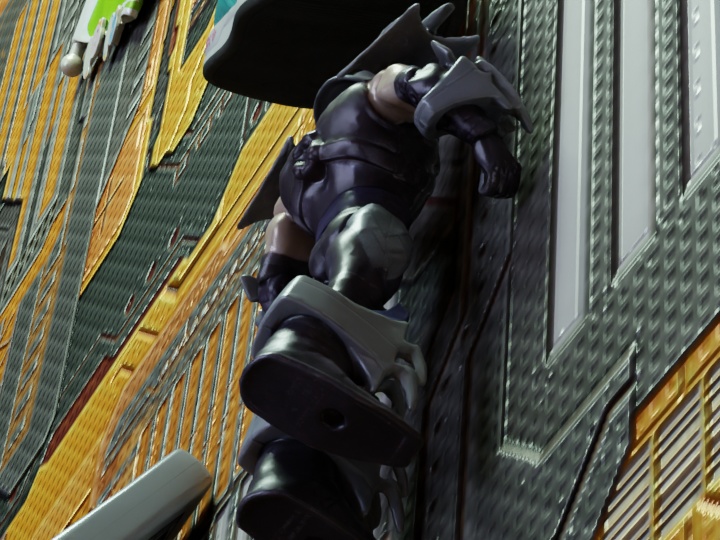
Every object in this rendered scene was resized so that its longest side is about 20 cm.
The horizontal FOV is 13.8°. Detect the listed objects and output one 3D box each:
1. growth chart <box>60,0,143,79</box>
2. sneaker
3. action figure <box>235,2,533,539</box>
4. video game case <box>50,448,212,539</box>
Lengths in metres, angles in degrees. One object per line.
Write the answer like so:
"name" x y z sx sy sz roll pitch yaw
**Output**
"growth chart" -0.117 -0.187 1.646 0.200 0.018 0.145 -33 38 65
"sneaker" -0.001 -0.135 1.085 0.200 0.083 0.121 160 122 -70
"action figure" 0.000 0.000 0.918 0.200 0.069 0.130 -80 13 -50
"video game case" -0.150 0.164 1.072 0.200 0.022 0.183 -35 -17 -53
